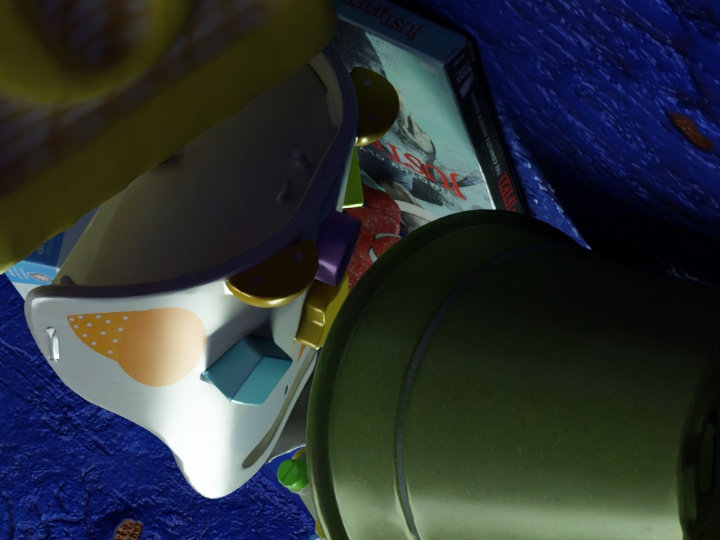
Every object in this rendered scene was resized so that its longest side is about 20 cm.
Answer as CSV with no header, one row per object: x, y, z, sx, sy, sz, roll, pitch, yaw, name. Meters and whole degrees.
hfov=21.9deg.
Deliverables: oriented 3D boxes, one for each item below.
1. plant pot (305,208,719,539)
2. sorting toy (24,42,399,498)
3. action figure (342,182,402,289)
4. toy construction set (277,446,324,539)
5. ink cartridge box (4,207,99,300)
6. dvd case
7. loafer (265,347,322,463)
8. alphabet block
0.112,0.073,0.781,0.190,0.200,0.200,2,138,54,plant pot
-0.048,0.008,0.838,0.107,0.200,0.180,15,141,14,sorting toy
-0.041,-0.030,0.971,0.200,0.065,0.052,21,170,44,action figure
-0.019,0.071,1.150,0.200,0.131,0.092,60,-155,14,toy construction set
-0.139,-0.011,1.296,0.200,0.084,0.145,12,166,2,ink cartridge box
0.011,-0.072,0.900,0.146,0.022,0.200,29,162,29,dvd case
0.017,0.072,1.054,0.075,0.200,0.070,123,139,-86,loafer
-0.160,-0.148,0.755,0.200,0.196,0.195,32,153,45,alphabet block
